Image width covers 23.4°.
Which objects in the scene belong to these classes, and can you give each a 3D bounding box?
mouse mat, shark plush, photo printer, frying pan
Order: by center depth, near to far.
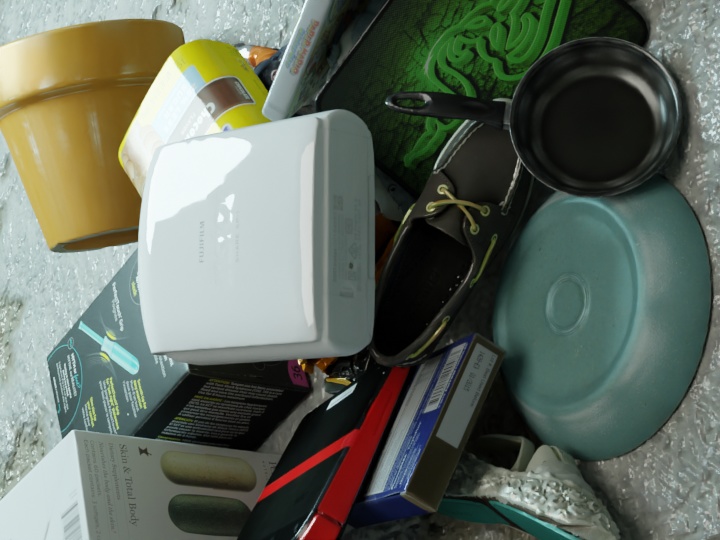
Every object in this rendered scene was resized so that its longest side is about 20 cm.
[{"bbox_3d":[0.121,-0.089,1.155,0.188,0.031,0.116,-17,68,6],"label":"frying pan"},{"bbox_3d":[0.081,-0.140,1.208,0.201,0.160,0.008,-52,-1,16],"label":"mouse mat"},{"bbox_3d":[-0.081,-0.019,1.225,0.199,0.069,0.168,-5,81,42],"label":"photo printer"},{"bbox_3d":[0.024,-0.140,1.269,0.083,0.091,0.202,11,84,32],"label":"shark plush"}]

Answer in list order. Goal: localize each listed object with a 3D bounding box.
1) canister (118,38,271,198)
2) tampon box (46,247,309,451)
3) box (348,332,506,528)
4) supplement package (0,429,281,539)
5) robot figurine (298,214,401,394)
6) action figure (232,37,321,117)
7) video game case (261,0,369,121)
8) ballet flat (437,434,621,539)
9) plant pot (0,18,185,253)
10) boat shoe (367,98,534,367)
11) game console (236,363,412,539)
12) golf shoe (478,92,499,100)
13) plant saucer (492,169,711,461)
[{"bbox_3d":[-0.102,-0.067,1.365,0.149,0.086,0.201,-57,49,27],"label":"canister"},{"bbox_3d":[-0.159,0.088,1.490,0.200,0.125,0.151,-46,48,36],"label":"tampon box"},{"bbox_3d":[0.032,0.119,1.235,0.122,0.032,0.200,-65,13,-19],"label":"box"},{"bbox_3d":[-0.170,0.237,1.401,0.151,0.199,0.153,-41,50,39],"label":"supplement package"},{"bbox_3d":[0.000,0.000,1.354,0.200,0.058,0.146,-52,42,31],"label":"robot figurine"},{"bbox_3d":[-0.071,-0.123,1.452,0.193,0.104,0.202,-10,71,62],"label":"action figure"},{"bbox_3d":[0.003,-0.222,1.299,0.023,0.200,0.183,30,126,7],"label":"video game case"},{"bbox_3d":[0.106,0.143,1.166,0.199,0.071,0.073,7,86,56],"label":"ballet flat"},{"bbox_3d":[-0.247,-0.119,1.632,0.199,0.199,0.185,-16,84,51],"label":"plant pot"},{"bbox_3d":[0.064,-0.023,1.194,0.203,0.071,0.061,-64,-7,8],"label":"boat shoe"},{"bbox_3d":[-0.034,0.159,1.292,0.178,0.031,0.200,-61,11,-29],"label":"game console"},{"bbox_3d":[0.054,-0.127,1.303,0.200,0.077,0.089,50,125,48],"label":"golf shoe"},{"bbox_3d":[0.149,0.025,1.164,0.199,0.036,0.202,-20,65,50],"label":"plant saucer"}]
